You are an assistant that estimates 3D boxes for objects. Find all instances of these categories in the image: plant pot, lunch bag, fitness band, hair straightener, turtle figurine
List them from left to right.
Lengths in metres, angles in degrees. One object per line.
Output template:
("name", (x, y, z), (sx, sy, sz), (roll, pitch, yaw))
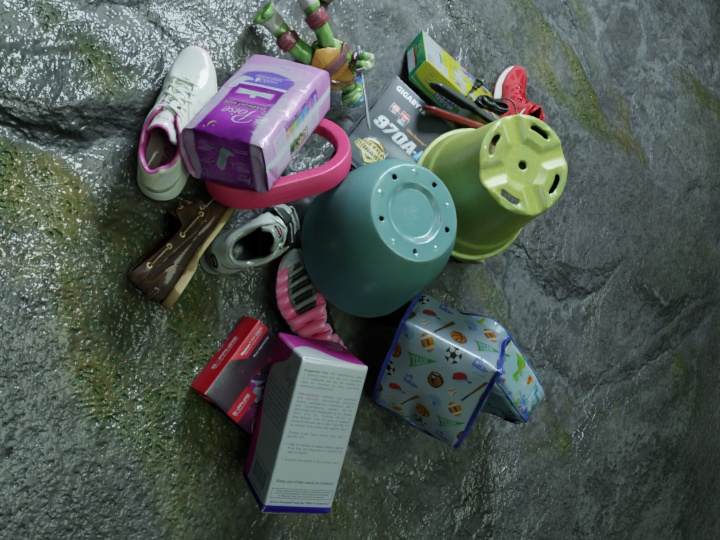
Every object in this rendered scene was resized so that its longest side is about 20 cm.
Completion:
("fitness band", (-0.108, -0.141, 0.878), (0.195, 0.145, 0.038), (-17, 137, -14))
("turtle figurine", (-0.060, -0.283, 0.935), (0.195, 0.142, 0.202), (50, 59, -29))
("plant pot", (0.037, -0.052, 0.899), (0.195, 0.160, 0.207), (6, 75, -23))
("lunch bag", (0.116, 0.161, 1.037), (0.124, 0.167, 0.204), (-46, 159, -56))
("hair straightener", (0.189, -0.258, 1.052), (0.195, 0.041, 0.079), (14, 97, -24))
("lunch bag", (0.212, 0.167, 1.158), (0.083, 0.159, 0.201), (-47, 116, -20))
("plant pot", (0.190, -0.128, 0.954), (0.194, 0.184, 0.207), (2, 83, -13))

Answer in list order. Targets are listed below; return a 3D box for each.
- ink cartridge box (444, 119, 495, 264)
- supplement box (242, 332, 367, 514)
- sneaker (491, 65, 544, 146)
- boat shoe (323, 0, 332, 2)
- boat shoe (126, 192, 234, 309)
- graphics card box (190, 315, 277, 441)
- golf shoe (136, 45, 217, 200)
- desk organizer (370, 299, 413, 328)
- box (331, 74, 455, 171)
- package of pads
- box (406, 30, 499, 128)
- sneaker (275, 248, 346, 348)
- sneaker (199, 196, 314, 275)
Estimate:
("ink cartridge box", (0.160, -0.133, 1.158), (0.162, 0.074, 0.205), (24, 77, -35))
("supplement box", (-0.075, 0.199, 0.887), (0.101, 0.101, 0.206), (11, 98, -27))
("sneaker", (0.297, -0.297, 1.227), (0.078, 0.114, 0.205), (32, 67, -33))
("boat shoe", (-0.016, -0.500, 1.011), (0.071, 0.064, 0.205), (30, 73, -33))
("boat shoe", (-0.219, -0.052, 0.862), (0.070, 0.070, 0.203), (38, 60, -19))
("graphics card box", (-0.129, 0.179, 0.956), (0.126, 0.050, 0.201), (-53, 121, -24))
("golf shoe", (-0.225, -0.190, 0.834), (0.073, 0.092, 0.206), (14, 81, -6))
("desk organizer", (0.000, 0.000, 1.039), (0.200, 0.071, 0.078), (43, 69, -31))
("box", (0.076, -0.174, 1.050), (0.199, 0.046, 0.160), (41, 76, -6))
("package of pads", (-0.127, -0.191, 0.848), (0.077, 0.117, 0.202), (86, 24, -44))
("box", (0.162, -0.296, 1.119), (0.198, 0.048, 0.119), (33, 35, -24))
("sneaker", (-0.072, 0.066, 0.980), (0.077, 0.095, 0.205), (-16, 99, -3))
("sneaker", (-0.120, -0.049, 0.933), (0.198, 0.087, 0.076), (-35, 110, -33))
